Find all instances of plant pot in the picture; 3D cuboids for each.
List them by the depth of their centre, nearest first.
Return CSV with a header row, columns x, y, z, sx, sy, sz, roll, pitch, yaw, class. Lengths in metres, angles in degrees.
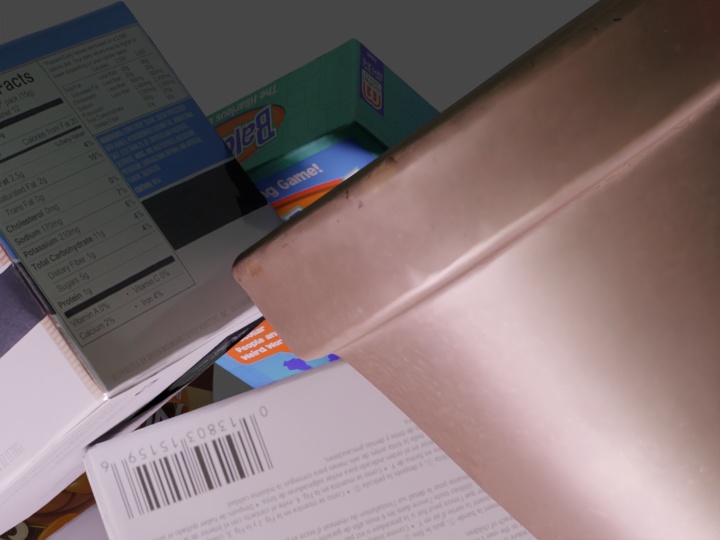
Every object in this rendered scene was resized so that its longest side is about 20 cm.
x,y,z,sx,sy,sz,roll,pitch,yaw,class
0.083,0.013,0.742,0.200,0.200,0.175,-32,93,37,plant pot

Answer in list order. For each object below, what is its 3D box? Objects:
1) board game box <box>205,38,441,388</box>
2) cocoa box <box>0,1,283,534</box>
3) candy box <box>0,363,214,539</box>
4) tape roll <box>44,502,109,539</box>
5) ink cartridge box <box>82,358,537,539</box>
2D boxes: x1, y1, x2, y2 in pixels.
x,y,z,sx,sy,sz,roll,pitch,yaw,class
0.000,0.000,0.931,0.151,0.045,0.200,-24,137,31,board game box
-0.144,0.017,0.834,0.200,0.133,0.132,-39,85,38,cocoa box
-0.160,0.100,1.062,0.115,0.056,0.200,16,142,-21,candy box
-0.085,0.145,1.024,0.199,0.066,0.200,-32,166,-9,tape roll
0.020,0.116,0.813,0.199,0.175,0.044,-19,164,-10,ink cartridge box
